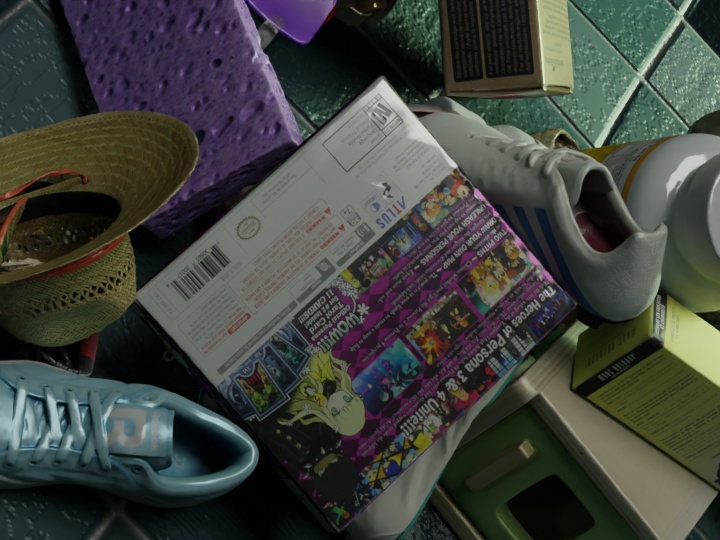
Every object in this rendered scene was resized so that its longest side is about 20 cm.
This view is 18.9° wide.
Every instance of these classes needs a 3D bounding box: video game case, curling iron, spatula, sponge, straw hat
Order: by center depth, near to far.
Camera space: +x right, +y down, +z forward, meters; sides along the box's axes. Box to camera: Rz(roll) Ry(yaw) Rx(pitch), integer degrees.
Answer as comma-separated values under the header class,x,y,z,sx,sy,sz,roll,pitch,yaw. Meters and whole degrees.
class,x,y,z,sx,sy,sz,roll,pitch,yaw
straw hat,-0.171,-0.006,1.198,0.201,0.201,0.085,-56,136,-50
video game case,-0.003,0.019,1.256,0.200,0.036,0.181,-43,96,-14
curling iron,-0.165,-0.009,1.287,0.050,0.026,0.200,31,43,-20
sponge,-0.116,-0.130,1.349,0.030,0.111,0.200,33,31,-59
spatula,-0.081,-0.126,1.394,0.056,0.021,0.200,37,75,-13

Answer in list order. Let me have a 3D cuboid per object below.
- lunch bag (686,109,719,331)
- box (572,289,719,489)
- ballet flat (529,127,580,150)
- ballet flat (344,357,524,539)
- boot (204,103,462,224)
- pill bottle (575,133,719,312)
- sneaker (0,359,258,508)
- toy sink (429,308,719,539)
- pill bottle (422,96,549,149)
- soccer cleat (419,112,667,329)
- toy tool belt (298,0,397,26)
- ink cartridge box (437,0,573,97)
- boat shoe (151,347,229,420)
class,x,y,z,sx,sy,sz,roll,pitch,yaw
lunch bag,0.325,-0.008,1.677,0.200,0.139,0.168,-82,157,-43
box,0.230,0.092,1.355,0.200,0.075,0.050,34,42,-19
ballet flat,0.189,-0.028,1.618,0.200,0.071,0.071,47,39,-7
ballet flat,0.042,0.074,1.312,0.069,0.069,0.200,34,86,-20
boot,0.000,0.000,1.364,0.186,0.064,0.200,-14,60,-4
pill bottle,0.193,-0.029,1.378,0.113,0.200,0.113,1,87,-28
sneaker,-0.143,0.084,1.183,0.200,0.082,0.074,12,69,-38
toy sink,0.112,0.108,1.387,0.200,0.130,0.112,52,39,-1
pill bottle,0.112,-0.033,1.511,0.200,0.110,0.110,31,43,-23
soccer cleat,0.110,-0.052,1.317,0.070,0.086,0.200,-26,56,-37
toy tool belt,-0.036,-0.223,1.531,0.200,0.123,0.125,-50,122,-41
ink cartridge box,0.102,-0.206,1.554,0.200,0.075,0.165,-17,103,-79
boat shoe,-0.063,-0.005,1.307,0.066,0.070,0.200,23,76,13
